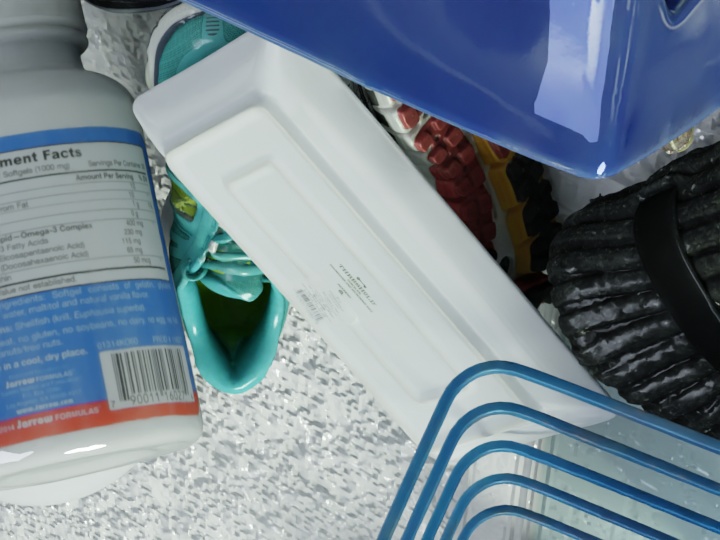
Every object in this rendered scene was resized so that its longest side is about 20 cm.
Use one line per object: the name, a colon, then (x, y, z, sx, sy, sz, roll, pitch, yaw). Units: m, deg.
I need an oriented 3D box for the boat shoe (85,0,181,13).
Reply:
boat shoe: (-0.072, -0.140, 0.904, 0.200, 0.068, 0.072, -14, 110, 50)

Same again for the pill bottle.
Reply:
pill bottle: (-0.137, -0.016, 0.942, 0.112, 0.112, 0.201, -23, 77, 51)

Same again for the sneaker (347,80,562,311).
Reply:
sneaker: (0.014, -0.060, 0.877, 0.082, 0.078, 0.201, 15, 130, 38)

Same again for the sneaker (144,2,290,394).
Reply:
sneaker: (-0.048, -0.030, 0.948, 0.077, 0.080, 0.200, -2, 138, -3)

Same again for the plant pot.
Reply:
plant pot: (0.051, -0.168, 0.663, 0.200, 0.200, 0.180, 27, 130, 27)

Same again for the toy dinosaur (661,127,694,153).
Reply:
toy dinosaur: (0.079, -0.099, 0.780, 0.088, 0.047, 0.200, 33, -167, -44)

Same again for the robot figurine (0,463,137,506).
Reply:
robot figurine: (-0.161, 0.013, 1.078, 0.124, 0.150, 0.201, -17, 113, 5)

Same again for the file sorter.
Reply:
file sorter: (0.073, 0.135, 0.853, 0.122, 0.139, 0.200, 22, 161, 13)

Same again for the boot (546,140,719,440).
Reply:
boot: (0.171, 0.037, 0.795, 0.158, 0.079, 0.211, -40, 79, 45)

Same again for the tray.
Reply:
tray: (0.000, 0.000, 0.873, 0.200, 0.022, 0.107, 49, 144, -15)
